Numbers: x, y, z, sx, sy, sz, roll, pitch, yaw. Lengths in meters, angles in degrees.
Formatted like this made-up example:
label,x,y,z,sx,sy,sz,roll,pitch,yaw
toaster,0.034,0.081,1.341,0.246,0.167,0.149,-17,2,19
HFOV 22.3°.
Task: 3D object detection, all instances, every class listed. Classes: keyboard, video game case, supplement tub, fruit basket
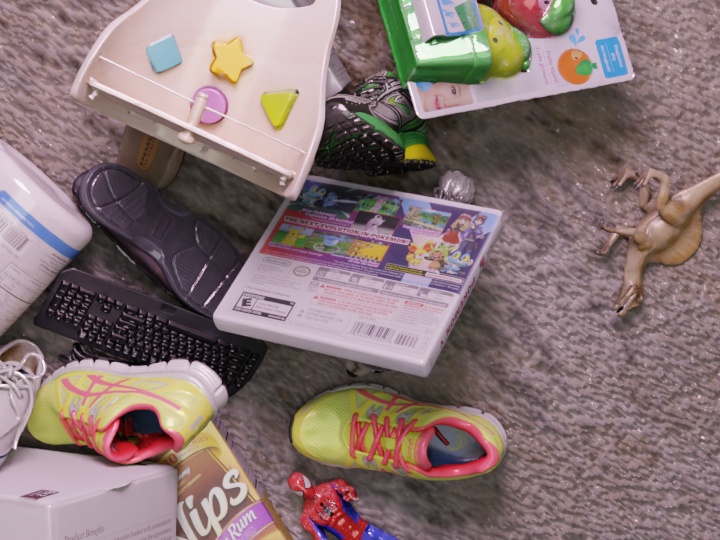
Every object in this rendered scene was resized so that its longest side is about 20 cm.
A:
label,x,y,z,sx,sy,sz,roll,pitch,yaw
keyboard,-0.191,0.073,1.623,0.200,0.040,0.104,22,128,-16
video game case,0.000,0.000,1.570,0.200,0.023,0.182,11,51,23
supplement tub,-0.343,-0.005,1.588,0.132,0.132,0.200,44,92,-6
fruit basket,0.119,-0.233,1.556,0.200,0.094,0.185,-12,78,-9

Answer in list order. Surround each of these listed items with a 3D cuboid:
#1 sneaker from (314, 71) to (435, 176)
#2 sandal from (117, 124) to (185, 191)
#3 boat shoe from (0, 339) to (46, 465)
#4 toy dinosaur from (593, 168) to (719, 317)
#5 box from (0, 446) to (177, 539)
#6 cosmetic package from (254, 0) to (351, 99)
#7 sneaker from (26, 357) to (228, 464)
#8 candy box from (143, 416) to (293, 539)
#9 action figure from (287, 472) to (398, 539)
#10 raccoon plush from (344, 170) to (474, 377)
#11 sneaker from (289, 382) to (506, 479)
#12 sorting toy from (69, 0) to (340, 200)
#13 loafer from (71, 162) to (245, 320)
label,x,y,z,sx,sy,sz,roll,pitch,yaw
sneaker,0.005,-0.130,1.575,0.078,0.200,0.085,-9,86,17
sandal,-0.178,-0.147,1.582,0.080,0.054,0.200,35,125,21
boat shoe,-0.305,0.104,1.559,0.075,0.202,0.086,34,105,-4
toy dinosaur,0.280,-0.054,1.671,0.101,0.058,0.200,38,100,-21
box,-0.288,0.232,1.549,0.200,0.199,0.131,4,95,24
cosmetic package,-0.092,-0.229,1.592,0.085,0.108,0.200,-29,95,9
sneaker,-0.218,0.129,1.592,0.200,0.090,0.078,-10,124,28
candy box,-0.133,0.241,1.663,0.117,0.056,0.200,-31,95,1
action figure,0.012,0.255,1.655,0.200,0.099,0.065,41,90,-4
raccoon plush,0.037,0.002,1.610,0.097,0.134,0.200,17,94,-4
sneaker,0.036,0.148,1.639,0.200,0.090,0.078,3,96,-3
sorting toy,-0.105,-0.179,1.497,0.200,0.107,0.180,25,91,-2
loafer,-0.176,-0.025,1.637,0.200,0.063,0.072,42,71,-21
